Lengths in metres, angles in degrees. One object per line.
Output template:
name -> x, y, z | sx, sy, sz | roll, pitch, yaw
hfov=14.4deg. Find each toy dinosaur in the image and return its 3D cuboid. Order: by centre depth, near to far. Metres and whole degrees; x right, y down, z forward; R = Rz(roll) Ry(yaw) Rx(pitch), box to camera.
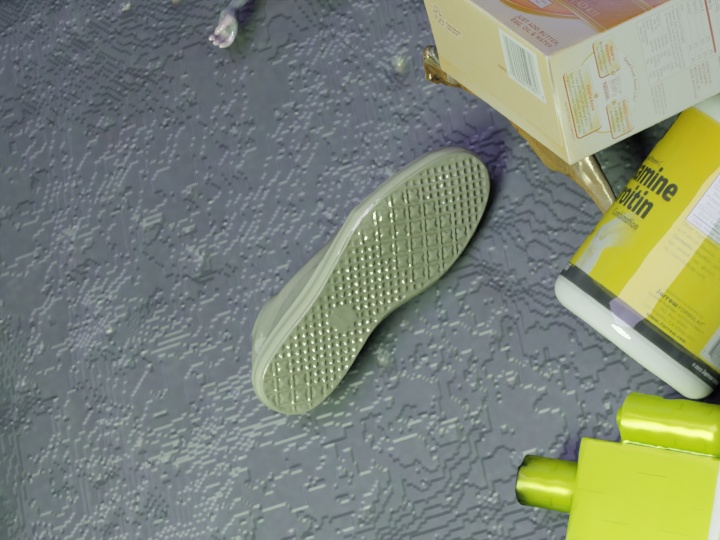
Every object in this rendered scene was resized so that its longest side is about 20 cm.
toy dinosaur -> 0.124, -0.074, 1.679 | 0.200, 0.060, 0.106 | 48, 142, 7

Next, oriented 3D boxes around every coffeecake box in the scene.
coffeecake box -> 0.158, -0.156, 1.601 | 0.199, 0.073, 0.153 | -26, 33, -16

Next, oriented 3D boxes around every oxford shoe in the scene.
oxford shoe -> 0.000, 0.000, 1.742 | 0.200, 0.075, 0.058 | -50, 26, 2

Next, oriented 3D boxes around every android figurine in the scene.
android figurine -> 0.177, 0.164, 1.613 | 0.199, 0.041, 0.183 | 10, 88, 28

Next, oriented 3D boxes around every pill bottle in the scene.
pill bottle -> 0.210, -0.034, 1.624 | 0.112, 0.112, 0.200 | 38, 92, 29

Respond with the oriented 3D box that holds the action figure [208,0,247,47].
action figure -> -0.069, -0.245, 1.845 | 0.200, 0.134, 0.149 | 37, 49, 17
